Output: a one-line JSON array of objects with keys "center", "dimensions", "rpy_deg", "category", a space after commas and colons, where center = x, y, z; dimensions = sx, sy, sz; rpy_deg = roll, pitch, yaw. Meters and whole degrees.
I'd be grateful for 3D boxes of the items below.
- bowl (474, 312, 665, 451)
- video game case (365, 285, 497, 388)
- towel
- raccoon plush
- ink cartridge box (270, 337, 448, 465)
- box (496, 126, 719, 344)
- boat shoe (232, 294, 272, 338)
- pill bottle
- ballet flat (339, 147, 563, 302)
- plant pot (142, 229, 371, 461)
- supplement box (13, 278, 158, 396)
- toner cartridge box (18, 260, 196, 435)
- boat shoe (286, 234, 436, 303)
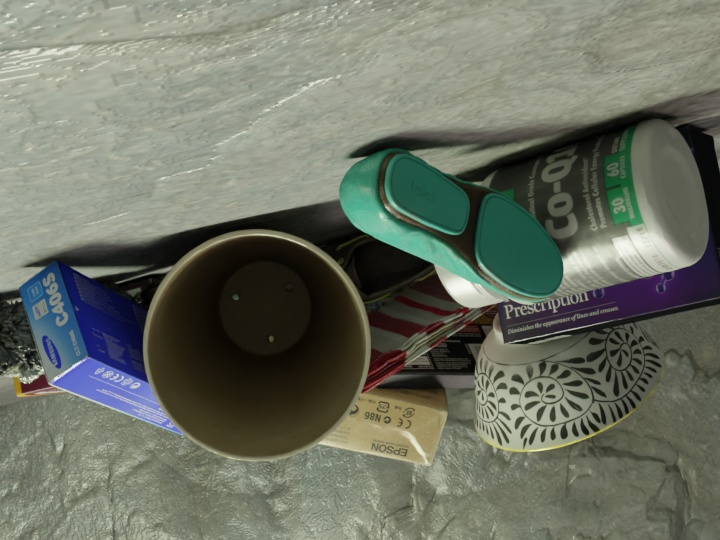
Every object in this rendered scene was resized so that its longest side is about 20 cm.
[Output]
[{"center": [0.185, 0.075, 1.130], "dimensions": [0.198, 0.095, 0.201], "rpy_deg": [-23, -161, 8], "category": "bowl"}, {"center": [0.082, 0.056, 1.280], "dimensions": [0.197, 0.182, 0.026], "rpy_deg": [3, 131, -24], "category": "video game case"}, {"center": [0.029, 0.058, 1.116], "dimensions": [0.199, 0.023, 0.144], "rpy_deg": [-32, -163, -20], "category": "towel"}, {"center": [-0.261, 0.034, 1.077], "dimensions": [0.200, 0.097, 0.134], "rpy_deg": [-44, 150, 14], "category": "raccoon plush"}, {"center": [-0.013, 0.121, 1.259], "dimensions": [0.197, 0.076, 0.165], "rpy_deg": [13, -159, -5], "category": "ink cartridge box"}, {"center": [0.211, -0.025, 0.999], "dimensions": [0.198, 0.143, 0.078], "rpy_deg": [-16, 168, 31], "category": "box"}, {"center": [-0.088, 0.029, 1.242], "dimensions": [0.072, 0.063, 0.199], "rpy_deg": [27, -157, 25], "category": "boat shoe"}, {"center": [0.159, -0.037, 0.914], "dimensions": [0.198, 0.115, 0.112], "rpy_deg": [-17, 172, 37], "category": "pill bottle"}, {"center": [0.062, -0.032, 0.822], "dimensions": [0.199, 0.068, 0.070], "rpy_deg": [26, 162, -38], "category": "ballet flat"}, {"center": [-0.089, 0.049, 1.038], "dimensions": [0.184, 0.190, 0.200], "rpy_deg": [-11, -172, -2], "category": "plant pot"}, {"center": [-0.257, 0.070, 1.218], "dimensions": [0.197, 0.087, 0.110], "rpy_deg": [-14, 173, 26], "category": "supplement box"}, {"center": [-0.201, 0.071, 0.994], "dimensions": [0.043, 0.096, 0.200], "rpy_deg": [-33, 151, 10], "category": "toner cartridge box"}, {"center": [0.000, 0.000, 1.151], "dimensions": [0.197, 0.073, 0.060], "rpy_deg": [-18, 177, 6], "category": "boat shoe"}]
